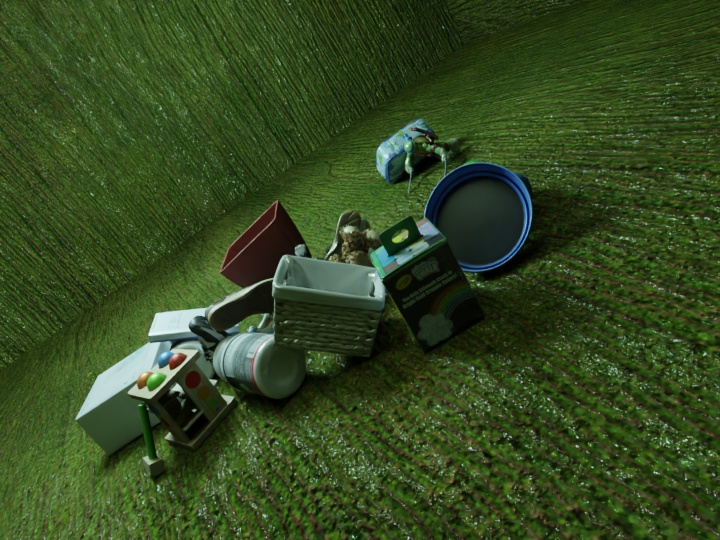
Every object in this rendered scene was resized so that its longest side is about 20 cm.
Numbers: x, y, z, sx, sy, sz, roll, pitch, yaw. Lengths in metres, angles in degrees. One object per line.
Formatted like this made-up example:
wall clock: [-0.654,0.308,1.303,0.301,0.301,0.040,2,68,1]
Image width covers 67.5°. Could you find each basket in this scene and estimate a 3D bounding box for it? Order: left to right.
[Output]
basket: [-0.061,0.065,0.980,0.195,0.126,0.136,8,24,-4]

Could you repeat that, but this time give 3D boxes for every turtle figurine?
turtle figurine: [0.211,-0.326,1.615,0.192,0.202,0.144,-21,-20,-42]

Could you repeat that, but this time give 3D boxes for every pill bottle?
pill bottle: [-0.402,0.189,1.311,0.113,0.116,0.200,-32,21,0]
pill bottle: [-0.203,0.181,1.055,0.198,0.115,0.114,-5,34,50]

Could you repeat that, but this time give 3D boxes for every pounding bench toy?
pounding bench toy: [-0.377,0.269,1.049,0.123,0.158,0.200,-7,33,46]

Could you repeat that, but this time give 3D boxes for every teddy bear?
teddy bear: [0.000,0.000,1.122,0.143,0.204,0.067,-5,-17,-34]

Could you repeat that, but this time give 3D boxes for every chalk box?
chalk box: [0.099,0.004,0.896,0.123,0.202,0.124,-30,21,3]

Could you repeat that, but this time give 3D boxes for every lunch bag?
lunch bag: [0.146,-0.380,1.729,0.198,0.083,0.161,-35,-18,-12]

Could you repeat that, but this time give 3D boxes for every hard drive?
hard drive: [-0.388,0.125,1.276,0.195,0.026,0.132,-5,19,-12]

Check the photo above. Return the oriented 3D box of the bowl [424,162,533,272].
bowl: [0.216,-0.095,0.993,0.198,0.204,0.039,-25,-18,17]

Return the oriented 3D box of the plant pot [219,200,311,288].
plant pot: [-0.233,-0.035,1.438,0.199,0.176,0.201,-41,19,10]

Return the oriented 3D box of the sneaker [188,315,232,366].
sneaker: [-0.313,0.168,1.171,0.080,0.201,0.073,-45,54,-9]

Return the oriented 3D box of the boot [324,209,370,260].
boot: [-0.031,-0.040,1.324,0.071,0.204,0.155,17,2,12]

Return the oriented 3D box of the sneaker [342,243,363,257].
sneaker: [0.015,-0.043,1.225,0.074,0.117,0.201,-20,25,26]

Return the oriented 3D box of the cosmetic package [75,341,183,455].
cosmetic package: [-0.527,0.285,1.272,0.198,0.124,0.200,-34,21,0]

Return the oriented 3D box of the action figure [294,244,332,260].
action figure: [-0.142,0.003,1.300,0.118,0.103,0.199,-39,-6,35]

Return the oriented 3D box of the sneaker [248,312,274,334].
sneaker: [-0.160,0.103,1.207,0.200,0.082,0.076,-43,23,-28]

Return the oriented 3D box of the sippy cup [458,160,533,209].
sippy cup: [0.273,-0.150,1.095,0.129,0.140,0.179,18,65,49]

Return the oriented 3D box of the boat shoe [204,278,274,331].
boat shoe: [-0.240,0.063,1.156,0.198,0.073,0.072,-27,27,-25]
